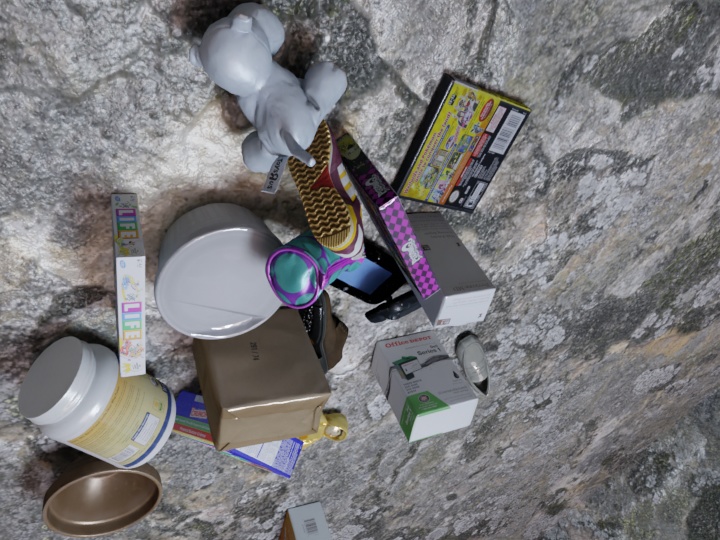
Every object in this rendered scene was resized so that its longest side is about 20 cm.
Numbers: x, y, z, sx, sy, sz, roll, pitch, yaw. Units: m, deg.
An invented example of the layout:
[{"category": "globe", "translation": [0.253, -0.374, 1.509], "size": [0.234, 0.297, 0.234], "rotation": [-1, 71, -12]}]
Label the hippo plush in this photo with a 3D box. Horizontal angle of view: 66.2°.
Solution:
[{"category": "hippo plush", "translation": [-0.126, -0.209, 0.646], "size": [0.157, 0.204, 0.161], "rotation": [-23, 125, 39]}]

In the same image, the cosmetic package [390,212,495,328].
[{"category": "cosmetic package", "translation": [0.129, -0.007, 0.918], "size": [0.099, 0.202, 0.076], "rotation": [-6, 133, -23]}]

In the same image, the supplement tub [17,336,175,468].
[{"category": "supplement tub", "translation": [-0.399, 0.205, 0.851], "size": [0.142, 0.146, 0.201], "rotation": [-33, 137, 3]}]

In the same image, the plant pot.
[{"category": "plant pot", "translation": [-0.469, 0.389, 1.011], "size": [0.195, 0.094, 0.205], "rotation": [-15, 133, -16]}]

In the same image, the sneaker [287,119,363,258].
[{"category": "sneaker", "translation": [-0.045, -0.112, 0.756], "size": [0.073, 0.206, 0.090], "rotation": [-18, 161, 14]}]

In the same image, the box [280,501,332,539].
[{"category": "box", "translation": [-0.152, 0.736, 1.468], "size": [0.095, 0.126, 0.204], "rotation": [-2, 129, -26]}]

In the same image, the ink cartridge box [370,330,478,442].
[{"category": "ink cartridge box", "translation": [0.124, 0.228, 1.123], "size": [0.142, 0.202, 0.086], "rotation": [-8, 130, -22]}]

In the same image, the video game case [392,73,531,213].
[{"category": "video game case", "translation": [0.163, -0.196, 0.899], "size": [0.176, 0.026, 0.203], "rotation": [6, 125, -33]}]

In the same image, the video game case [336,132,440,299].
[{"category": "video game case", "translation": [0.039, -0.079, 0.816], "size": [0.035, 0.183, 0.202], "rotation": [-31, 134, 1]}]

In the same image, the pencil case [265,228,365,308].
[{"category": "pencil case", "translation": [-0.057, -0.016, 0.792], "size": [0.090, 0.200, 0.088], "rotation": [12, 109, 16]}]

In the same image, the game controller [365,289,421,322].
[{"category": "game controller", "translation": [0.098, 0.043, 0.994], "size": [0.196, 0.103, 0.043], "rotation": [-22, 95, -36]}]

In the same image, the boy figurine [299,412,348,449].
[{"category": "boy figurine", "translation": [-0.119, 0.348, 1.192], "size": [0.194, 0.065, 0.127], "rotation": [3, 124, -27]}]

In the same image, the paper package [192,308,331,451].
[{"category": "paper package", "translation": [-0.166, 0.168, 0.910], "size": [0.185, 0.202, 0.106], "rotation": [-2, 131, -28]}]

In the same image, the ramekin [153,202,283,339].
[{"category": "ramekin", "translation": [-0.206, -0.004, 0.812], "size": [0.196, 0.095, 0.207], "rotation": [-16, 134, -17]}]

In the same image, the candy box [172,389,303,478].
[{"category": "candy box", "translation": [-0.228, 0.301, 1.016], "size": [0.200, 0.165, 0.079], "rotation": [48, 56, -44]}]

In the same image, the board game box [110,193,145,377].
[{"category": "board game box", "translation": [-0.314, 0.021, 0.746], "size": [0.033, 0.136, 0.204], "rotation": [-3, 130, -25]}]

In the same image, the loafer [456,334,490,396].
[{"category": "loafer", "translation": [0.272, 0.224, 1.293], "size": [0.069, 0.070, 0.202], "rotation": [-30, 136, -1]}]

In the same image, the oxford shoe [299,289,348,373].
[{"category": "oxford shoe", "translation": [-0.064, 0.102, 1.013], "size": [0.083, 0.072, 0.204], "rotation": [-28, 140, -27]}]

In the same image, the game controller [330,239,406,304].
[{"category": "game controller", "translation": [0.000, 0.000, 0.968], "size": [0.198, 0.043, 0.105], "rotation": [28, 111, -41]}]
